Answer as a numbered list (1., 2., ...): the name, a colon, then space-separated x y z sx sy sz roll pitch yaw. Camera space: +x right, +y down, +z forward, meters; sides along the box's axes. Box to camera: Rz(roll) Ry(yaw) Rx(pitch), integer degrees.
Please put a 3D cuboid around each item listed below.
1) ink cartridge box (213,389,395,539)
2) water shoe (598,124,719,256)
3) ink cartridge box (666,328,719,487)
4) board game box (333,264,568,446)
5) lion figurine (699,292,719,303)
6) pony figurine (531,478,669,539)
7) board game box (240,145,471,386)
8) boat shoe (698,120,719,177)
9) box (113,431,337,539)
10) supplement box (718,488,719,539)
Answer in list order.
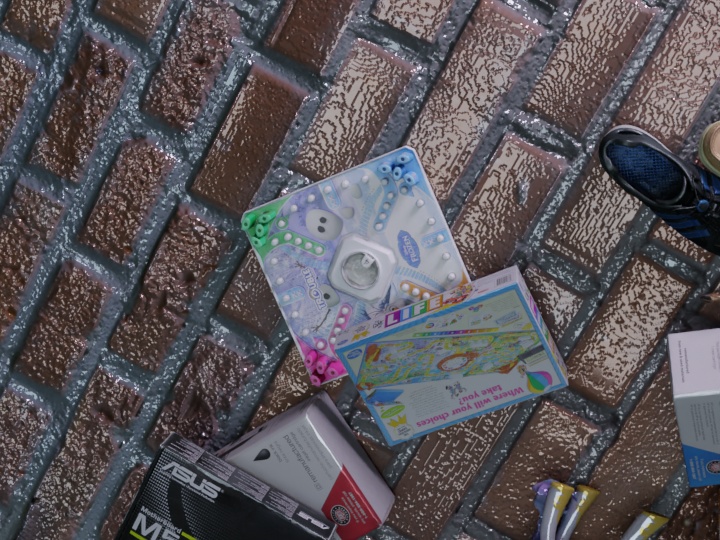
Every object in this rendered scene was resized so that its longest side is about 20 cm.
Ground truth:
1. ink cartridge box: -0.088 0.243 1.550 0.200 0.083 0.147 -32 95 17
2. water shoe: 0.311 -0.064 1.391 0.200 0.079 0.072 30 108 3
3. ink cartridge box: 0.401 0.123 1.387 0.200 0.084 0.145 -8 134 14
4. board game box: 0.092 0.089 1.479 0.200 0.034 0.135 -21 117 16
5. lion figurine: 0.420 -0.011 1.356 0.200 0.122 0.073 -21 89 55
6. pony figurine: 0.199 0.317 1.487 0.193 0.167 0.200 18 91 -1
7. board game box: 0.000 0.000 1.502 0.200 0.026 0.200 -21 99 16
8. boat shoe: 0.417 -0.103 1.357 0.200 0.066 0.074 12 83 4
9. box: -0.153 0.296 1.510 0.200 0.048 0.193 30 111 4
10. supplement box: 0.424 0.324 1.466 0.126 0.074 0.200 -2 103 13
